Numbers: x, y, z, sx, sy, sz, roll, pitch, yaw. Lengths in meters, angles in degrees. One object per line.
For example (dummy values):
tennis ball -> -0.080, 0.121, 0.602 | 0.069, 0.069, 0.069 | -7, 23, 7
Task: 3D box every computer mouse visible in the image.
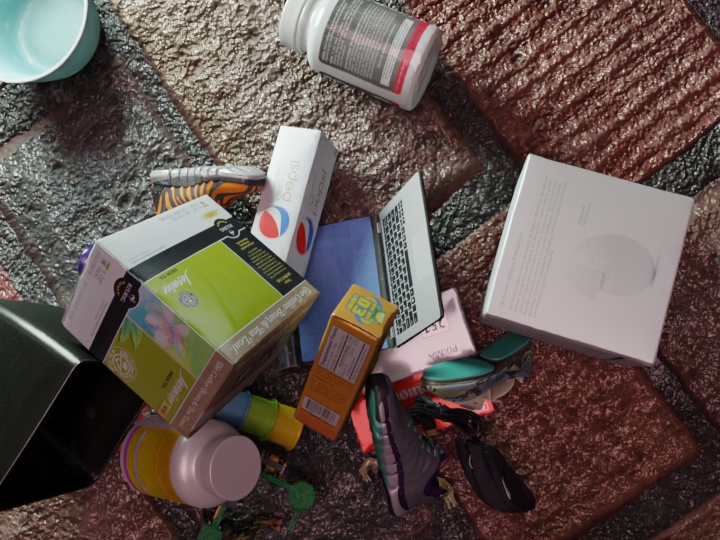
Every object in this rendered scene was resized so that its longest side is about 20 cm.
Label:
computer mouse -> 0.133, 0.242, 0.907 | 0.046, 0.140, 0.201 | -47, 121, -23

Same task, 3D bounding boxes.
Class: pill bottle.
pill bottle -> -0.002, -0.297, 0.929 | 0.198, 0.111, 0.112 | 24, 93, 8
pill bottle -> -0.212, 0.238, 0.890 | 0.198, 0.103, 0.106 | -8, 88, 46

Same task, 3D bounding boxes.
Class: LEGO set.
LEGO set -> -0.154, 0.339, 0.961 | 0.152, 0.116, 0.203 | 20, 79, -11

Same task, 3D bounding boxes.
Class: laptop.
laptop -> 0.000, 0.000, 0.901 | 0.114, 0.200, 0.190 | 1, 69, -23

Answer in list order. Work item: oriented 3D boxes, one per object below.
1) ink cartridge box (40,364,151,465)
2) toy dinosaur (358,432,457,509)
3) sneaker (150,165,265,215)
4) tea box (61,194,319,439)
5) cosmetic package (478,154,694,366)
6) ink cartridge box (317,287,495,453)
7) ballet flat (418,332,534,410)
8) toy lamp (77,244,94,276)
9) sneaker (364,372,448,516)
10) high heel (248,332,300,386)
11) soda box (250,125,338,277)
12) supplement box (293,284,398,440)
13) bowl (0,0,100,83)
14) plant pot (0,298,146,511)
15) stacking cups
ink cartridge box -> -0.394, 0.164, 0.995 | 0.143, 0.084, 0.202 | -21, 88, 7
toy dinosaur -> 0.046, 0.246, 0.951 | 0.101, 0.058, 0.201 | -37, 95, -6
sneaker -> -0.204, -0.083, 0.965 | 0.198, 0.077, 0.114 | 2, 99, 37
tea box -> -0.188, 0.043, 0.821 | 0.196, 0.200, 0.134 | 40, 120, 7
cosmetic package -> 0.267, -0.008, 0.870 | 0.197, 0.123, 0.202 | 17, 84, 7
ink cartridge box -> 0.062, 0.137, 0.950 | 0.198, 0.044, 0.176 | -19, 85, 8
ballet flat -> 0.150, 0.135, 0.876 | 0.074, 0.198, 0.075 | 19, 116, 47
toy lamp -> -0.297, 0.022, 0.998 | 0.198, 0.058, 0.059 | 22, 93, 11
sneaker -> 0.059, 0.204, 0.871 | 0.086, 0.075, 0.202 | -13, 117, -8
high heel -> -0.176, 0.089, 0.986 | 0.198, 0.071, 0.144 | -17, 68, 17
soda box -> -0.092, -0.083, 0.939 | 0.063, 0.068, 0.203 | 10, 80, 21
supplement box -> -0.020, 0.114, 0.858 | 0.068, 0.067, 0.201 | 29, 130, 6
bowl -> -0.450, -0.351, 0.998 | 0.198, 0.105, 0.204 | 0, 90, 8
plant pot -> -0.390, 0.141, 0.866 | 0.177, 0.200, 0.201 | 35, 93, 17
stacking cups -> -0.173, 0.182, 0.930 | 0.198, 0.060, 0.061 | 21, 92, -21
